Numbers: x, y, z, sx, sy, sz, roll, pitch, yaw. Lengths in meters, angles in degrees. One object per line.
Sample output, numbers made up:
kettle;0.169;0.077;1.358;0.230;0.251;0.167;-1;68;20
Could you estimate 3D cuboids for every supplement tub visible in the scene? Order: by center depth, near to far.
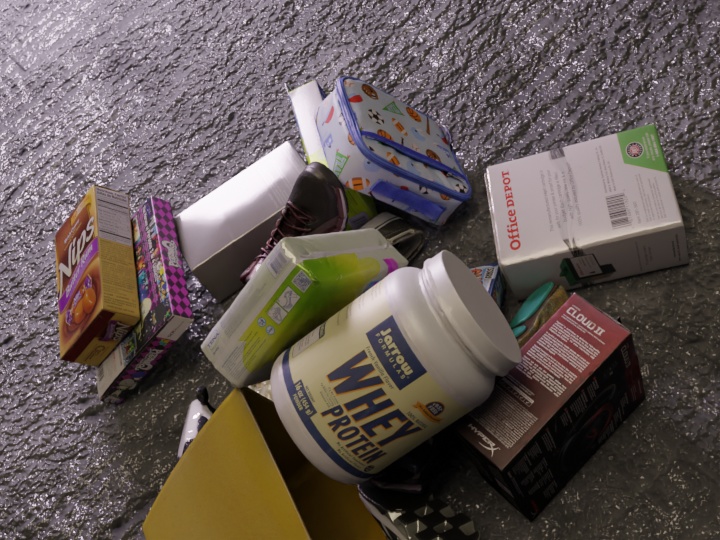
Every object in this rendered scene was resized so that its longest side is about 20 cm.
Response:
supplement tub;0.032;0.088;0.928;0.200;0.145;0.145;-36;50;16

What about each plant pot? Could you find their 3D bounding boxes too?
plant pot;-0.096;0.269;1.006;0.176;0.200;0.200;-40;51;9

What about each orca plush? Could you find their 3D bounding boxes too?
orca plush;-0.159;0.184;1.114;0.071;0.200;0.106;15;75;-9

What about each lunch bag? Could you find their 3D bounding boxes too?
lunch bag;0.044;-0.139;1.213;0.076;0.199;0.161;-47;43;30

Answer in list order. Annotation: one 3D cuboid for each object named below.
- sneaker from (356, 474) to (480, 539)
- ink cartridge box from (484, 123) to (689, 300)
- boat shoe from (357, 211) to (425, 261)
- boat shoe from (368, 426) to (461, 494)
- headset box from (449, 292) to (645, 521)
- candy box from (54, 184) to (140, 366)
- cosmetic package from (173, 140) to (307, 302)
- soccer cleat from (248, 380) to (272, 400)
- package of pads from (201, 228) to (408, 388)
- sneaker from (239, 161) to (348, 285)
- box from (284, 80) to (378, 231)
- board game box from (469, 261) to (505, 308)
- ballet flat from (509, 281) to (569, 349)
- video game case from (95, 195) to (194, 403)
sneaker;0.054;0.263;1.013;0.074;0.089;0.200;-16;24;-18
ink cartridge box;0.251;-0.064;1.135;0.199;0.084;0.147;-13;54;15
boat shoe;0.000;0.000;1.184;0.063;0.071;0.200;26;52;31
boat shoe;0.002;0.166;1.044;0.199;0.075;0.093;8;38;31
headset box;0.196;0.130;0.989;0.200;0.149;0.075;-45;54;-9
candy box;-0.337;0.005;1.279;0.117;0.056;0.201;-43;45;33
cosmetic package;-0.139;-0.064;1.304;0.199;0.090;0.107;-34;50;2
soccer cleat;-0.102;0.119;1.168;0.069;0.078;0.201;3;60;25
package of pads;-0.055;0.036;1.021;0.068;0.200;0.155;46;113;18
sneaker;-0.083;-0.027;1.172;0.076;0.201;0.115;37;50;21
box;-0.035;-0.148;1.290;0.047;0.122;0.201;-25;52;10
board game box;0.082;0.046;1.090;0.134;0.035;0.200;-12;13;15
ballet flat;0.170;0.081;1.046;0.070;0.071;0.200;17;36;31
video game case;-0.286;0.036;1.278;0.181;0.036;0.201;-46;45;29
